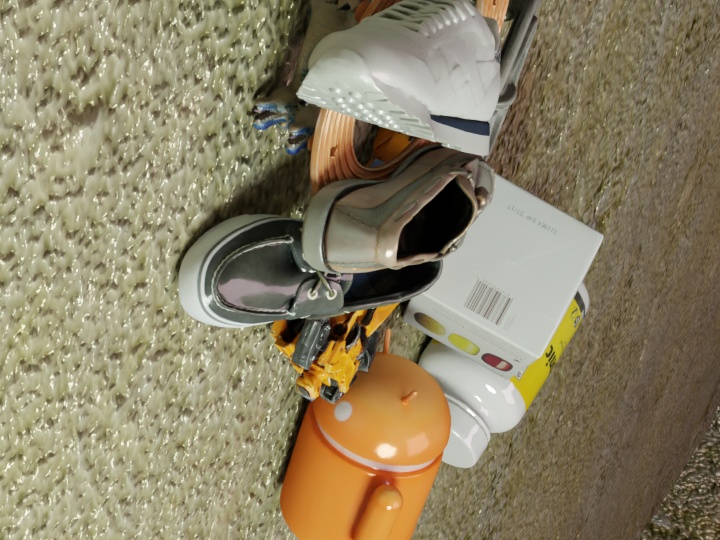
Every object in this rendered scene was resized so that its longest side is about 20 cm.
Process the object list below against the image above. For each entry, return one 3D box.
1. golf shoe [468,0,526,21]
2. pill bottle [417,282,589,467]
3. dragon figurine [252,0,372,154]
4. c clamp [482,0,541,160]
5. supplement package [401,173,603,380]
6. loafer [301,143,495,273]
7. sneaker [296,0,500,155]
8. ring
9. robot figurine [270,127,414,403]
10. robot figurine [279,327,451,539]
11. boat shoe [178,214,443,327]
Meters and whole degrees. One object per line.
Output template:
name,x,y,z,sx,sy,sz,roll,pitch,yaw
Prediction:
golf shoe,0.144,-0.263,1.185,0.201,0.078,0.097,-60,167,-6
pill bottle,0.121,0.079,1.491,0.201,0.111,0.112,-54,158,-24
dragon figurine,0.004,-0.156,0.974,0.200,0.059,0.100,-47,157,-29
c clamp,0.090,-0.099,1.129,0.201,0.027,0.172,105,10,-50
supplement package,0.110,0.009,1.301,0.110,0.113,0.200,-60,176,-8
loafer,0.041,-0.031,0.986,0.199,0.062,0.073,-21,120,-55
sneaker,0.026,-0.115,0.869,0.200,0.076,0.081,1,108,-70
ring,0.029,-0.122,0.967,0.201,0.019,0.201,-47,156,-29
robot figurine,0.000,0.000,1.161,0.201,0.058,0.145,-60,160,-12
robot figurine,0.003,0.147,1.263,0.144,0.116,0.201,-37,152,-54
boat shoe,-0.027,-0.002,1.017,0.199,0.056,0.069,-9,102,-46
